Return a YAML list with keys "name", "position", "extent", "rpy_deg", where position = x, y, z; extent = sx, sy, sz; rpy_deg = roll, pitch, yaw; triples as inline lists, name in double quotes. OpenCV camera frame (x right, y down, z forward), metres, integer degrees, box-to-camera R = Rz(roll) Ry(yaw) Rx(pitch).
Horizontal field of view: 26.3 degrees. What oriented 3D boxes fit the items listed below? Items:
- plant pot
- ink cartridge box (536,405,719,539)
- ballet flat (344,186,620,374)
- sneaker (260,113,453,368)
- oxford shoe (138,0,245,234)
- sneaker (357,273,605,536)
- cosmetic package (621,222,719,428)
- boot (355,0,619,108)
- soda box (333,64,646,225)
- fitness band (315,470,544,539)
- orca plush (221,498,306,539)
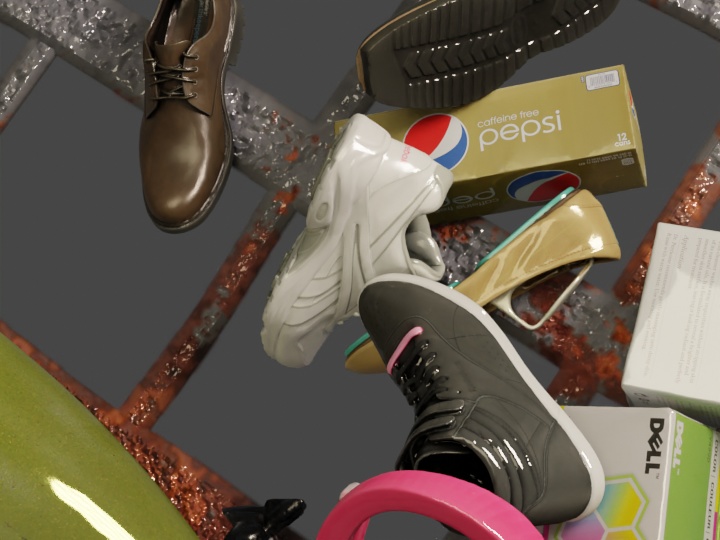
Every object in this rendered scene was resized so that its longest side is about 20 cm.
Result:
- name: "plant pot"
  position: [-0.212, 0.166, 1.002]
  extent: [0.200, 0.187, 0.187]
  rpy_deg: [31, 84, 9]
- name: "ink cartridge box"
  position: [0.190, 0.156, 0.891]
  extent: [0.200, 0.076, 0.148]
  rpy_deg: [-4, 71, 39]
- name: "ballet flat"
  position: [0.082, 0.023, 1.009]
  extent: [0.200, 0.069, 0.063]
  rpy_deg: [-36, 81, 5]
- name: "sneaker"
  position: [0.000, 0.000, 0.997]
  extent: [0.099, 0.200, 0.078]
  rpy_deg: [24, 40, -2]
- name: "oxford shoe"
  position: [-0.134, -0.126, 1.110]
  extent: [0.073, 0.084, 0.200]
  rpy_deg: [-2, 74, 14]
- name: "sneaker"
  position: [0.046, 0.074, 0.894]
  extent: [0.200, 0.099, 0.071]
  rpy_deg: [47, 123, 27]
- name: "cosmetic package"
  position: [0.270, 0.047, 0.936]
  extent: [0.200, 0.081, 0.113]
  rpy_deg: [12, 77, 19]
- name: "boot"
  position: [0.057, -0.182, 1.041]
  extent: [0.200, 0.077, 0.138]
  rpy_deg: [-22, 40, -25]
- name: "soda box"
  position: [0.086, -0.078, 1.035]
  extent: [0.200, 0.068, 0.064]
  rpy_deg: [-9, 68, 14]
- name: "fitness band"
  position: [0.038, 0.196, 0.866]
  extent: [0.144, 0.037, 0.200]
  rpy_deg: [25, 126, 18]
- name: "orca plush"
  position: [-0.069, 0.227, 0.925]
  extent: [0.105, 0.071, 0.200]
  rpy_deg: [17, 63, 5]
